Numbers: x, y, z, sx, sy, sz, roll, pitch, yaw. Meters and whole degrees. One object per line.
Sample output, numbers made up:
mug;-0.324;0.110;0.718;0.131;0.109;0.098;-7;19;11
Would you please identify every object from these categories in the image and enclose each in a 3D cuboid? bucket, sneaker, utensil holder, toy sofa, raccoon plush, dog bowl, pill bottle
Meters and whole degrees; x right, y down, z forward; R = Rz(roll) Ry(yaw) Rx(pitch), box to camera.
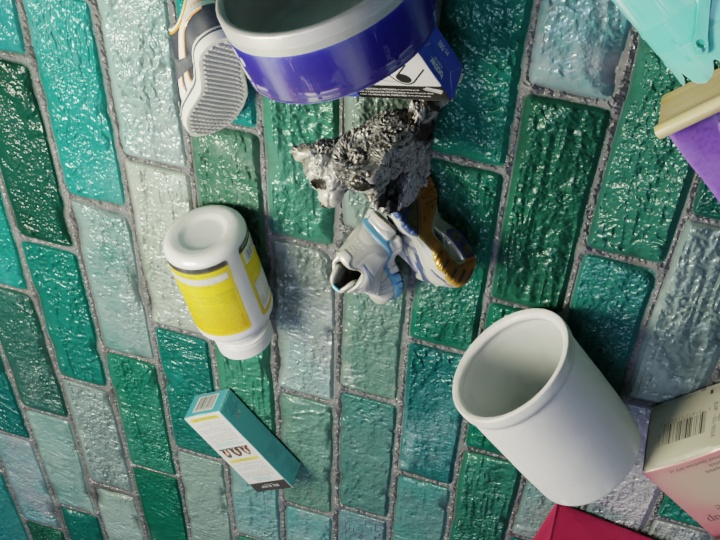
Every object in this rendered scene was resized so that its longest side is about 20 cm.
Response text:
bucket;0.280;-0.267;0.857;0.134;0.208;0.207;40;137;-11
sneaker;-0.167;-0.227;1.193;0.080;0.078;0.200;64;158;17
sneaker;0.000;0.000;1.311;0.075;0.086;0.201;45;167;21
utensil holder;0.239;0.177;1.370;0.169;0.171;0.200;-19;127;38
toy sofa;0.376;-0.093;1.072;0.082;0.098;0.200;-23;123;39
raccoon plush;0.019;-0.151;1.176;0.133;0.201;0.097;33;174;37
dog bowl;-0.030;-0.248;1.009;0.197;0.202;0.079;-1;137;25
sneaker;0.053;-0.057;1.275;0.088;0.075;0.201;-1;128;50
pill bottle;-0.179;0.021;1.430;0.110;0.113;0.202;4;136;20

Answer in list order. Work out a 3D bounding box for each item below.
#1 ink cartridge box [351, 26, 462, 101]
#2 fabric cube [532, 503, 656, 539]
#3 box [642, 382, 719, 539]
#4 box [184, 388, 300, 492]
ink cartridge box;-0.005;-0.217;1.102;0.198;0.045;0.094;8;161;32
fabric cube;0.346;0.512;1.654;0.197;0.201;0.197;20;141;3
box;0.475;0.255;1.391;0.200;0.110;0.127;41;136;-20
box;-0.188;0.277;1.756;0.082;0.049;0.201;-15;127;35
